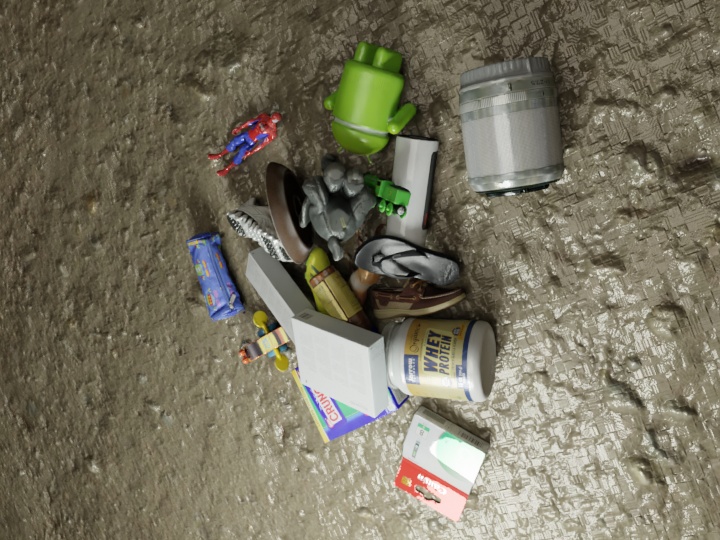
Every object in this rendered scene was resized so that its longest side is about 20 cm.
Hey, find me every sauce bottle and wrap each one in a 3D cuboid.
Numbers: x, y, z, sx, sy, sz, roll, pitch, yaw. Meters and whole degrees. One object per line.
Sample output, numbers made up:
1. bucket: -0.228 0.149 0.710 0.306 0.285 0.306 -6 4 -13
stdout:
1. sauce bottle: -0.024 0.088 1.248 0.066 0.066 0.202 -33 87 28

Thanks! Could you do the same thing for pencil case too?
1. pencil case: -0.322 0.013 1.441 0.086 0.077 0.204 -12 97 57

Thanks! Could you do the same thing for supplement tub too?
1. supplement tub: 0.143 0.163 1.207 0.196 0.144 0.148 0 102 26

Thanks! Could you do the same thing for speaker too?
1. speaker: 0.093 -0.144 1.201 0.080 0.081 0.205 13 106 23

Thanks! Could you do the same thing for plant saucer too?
1. plant saucer: -0.131 -0.116 1.259 0.031 0.200 0.204 -15 95 11

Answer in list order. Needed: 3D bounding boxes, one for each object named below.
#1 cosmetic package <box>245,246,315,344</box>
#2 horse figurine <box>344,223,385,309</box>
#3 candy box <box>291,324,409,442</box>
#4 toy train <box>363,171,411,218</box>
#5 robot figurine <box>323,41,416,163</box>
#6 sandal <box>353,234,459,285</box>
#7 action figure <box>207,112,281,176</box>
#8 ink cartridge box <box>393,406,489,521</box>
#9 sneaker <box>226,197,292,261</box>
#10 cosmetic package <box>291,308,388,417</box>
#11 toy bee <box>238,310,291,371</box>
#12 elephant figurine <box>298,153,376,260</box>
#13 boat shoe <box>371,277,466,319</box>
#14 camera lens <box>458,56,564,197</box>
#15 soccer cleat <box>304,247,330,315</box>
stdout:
1. cosmetic package: -0.165 0.049 1.353 0.201 0.050 0.083 51 148 20
2. horse figurine: 0.000 0.000 1.267 0.201 0.049 0.134 -57 48 42
3. candy box: -0.024 0.236 1.344 0.198 0.077 0.171 -31 85 29
4. toy train: 0.036 -0.142 1.192 0.200 0.041 0.058 37 114 62
5. robot figurine: 0.012 -0.305 1.183 0.173 0.115 0.204 24 109 27
6. sandal: 0.086 -0.015 1.177 0.195 0.043 0.077 9 122 -3
7. action figure: -0.238 -0.271 1.358 0.198 0.051 0.066 -31 83 26
8. ink cartridge box: 0.154 0.401 1.310 0.159 0.050 0.204 25 109 20
9. sneaker: -0.190 -0.089 1.339 0.198 0.081 0.076 33 154 29
10. cosmetic package: -0.040 0.172 1.227 0.197 0.051 0.154 17 121 38
11. toy bee: -0.206 0.169 1.404 0.131 0.108 0.201 43 116 10
12. elephant figurine: -0.052 -0.127 1.212 0.155 0.200 0.142 -42 103 -8
13. boat shoe: 0.105 0.045 1.244 0.197 0.072 0.074 -10 96 35
14. camera lens: 0.245 -0.229 1.061 0.157 0.159 0.205 -5 99 27
15. soccer cleat: -0.064 0.051 1.322 0.082 0.064 0.204 12 117 37
